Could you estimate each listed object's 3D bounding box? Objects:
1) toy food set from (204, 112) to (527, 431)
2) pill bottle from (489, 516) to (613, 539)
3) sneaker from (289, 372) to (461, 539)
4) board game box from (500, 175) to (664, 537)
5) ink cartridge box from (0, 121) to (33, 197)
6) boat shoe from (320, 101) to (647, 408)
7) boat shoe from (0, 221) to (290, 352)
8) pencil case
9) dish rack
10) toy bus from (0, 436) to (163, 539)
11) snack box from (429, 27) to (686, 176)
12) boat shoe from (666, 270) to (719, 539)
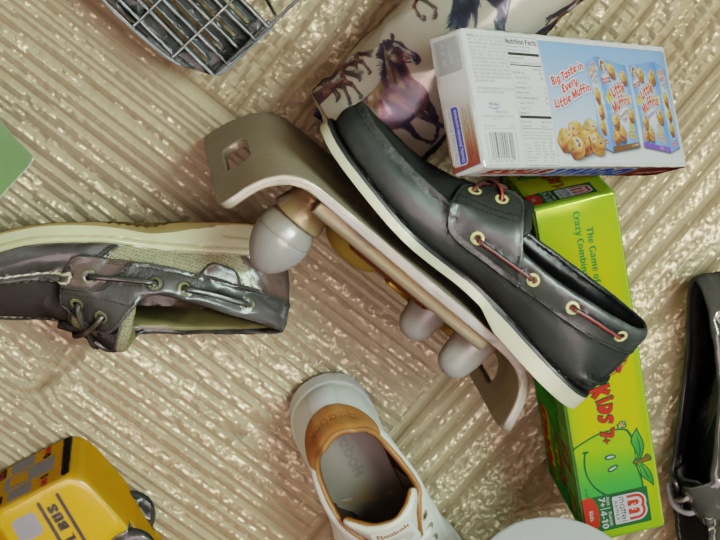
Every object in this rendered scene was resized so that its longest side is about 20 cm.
[{"bbox_3d":[0.000,0.000,1.069,0.200,0.144,0.060,40,98,-17],"label":"toy food set"},{"bbox_3d":[0.097,0.237,1.127,0.113,0.114,0.200,-1,138,-7],"label":"pill bottle"},{"bbox_3d":[0.017,0.161,1.152,0.073,0.085,0.200,-31,111,1],"label":"sneaker"},{"bbox_3d":[0.126,0.041,1.120,0.047,0.102,0.201,-12,108,-3],"label":"board game box"},{"bbox_3d":[-0.290,-0.035,1.036,0.146,0.048,0.200,45,100,17],"label":"ink cartridge box"},{"bbox_3d":[0.064,-0.018,1.016,0.201,0.074,0.063,44,105,-5],"label":"boat shoe"},{"bbox_3d":[-0.135,0.012,1.084,0.199,0.073,0.065,-5,68,-6],"label":"boat shoe"},{"bbox_3d":[0.062,-0.134,1.073,0.200,0.089,0.078,-46,79,7],"label":"pencil case"},{"bbox_3d":[-0.063,-0.211,1.046,0.200,0.055,0.153,-43,106,8],"label":"dish rack"},{"bbox_3d":[-0.138,0.197,1.151,0.078,0.065,0.200,-27,108,2],"label":"toy bus"},{"bbox_3d":[0.110,-0.087,1.041,0.024,0.200,0.072,-15,83,38],"label":"snack box"},{"bbox_3d":[0.206,0.095,1.164,0.057,0.067,0.201,5,100,-20],"label":"boat shoe"}]
